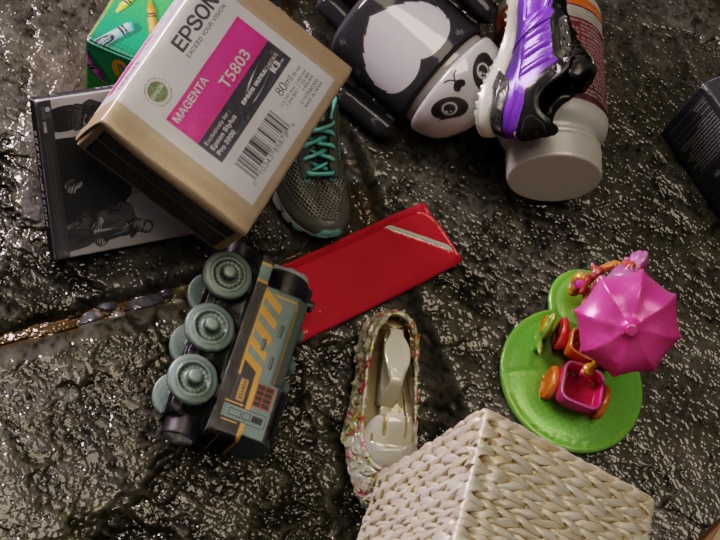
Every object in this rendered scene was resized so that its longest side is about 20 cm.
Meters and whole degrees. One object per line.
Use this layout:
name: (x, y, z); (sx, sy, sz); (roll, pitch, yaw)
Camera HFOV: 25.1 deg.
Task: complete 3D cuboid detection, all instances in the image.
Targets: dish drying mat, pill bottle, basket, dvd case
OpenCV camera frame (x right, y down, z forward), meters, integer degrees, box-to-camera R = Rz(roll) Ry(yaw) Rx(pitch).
dish drying mat: (0.000, 0.000, 1.558); (0.200, 0.018, 0.077); (-25, 75, -27)
pill bottle: (0.194, -0.180, 1.654); (0.114, 0.114, 0.201); (8, 62, -14)
basket: (0.111, 0.246, 1.356); (0.200, 0.198, 0.161); (27, 55, -18)
dvd case: (-0.196, -0.100, 1.489); (0.199, 0.025, 0.151); (-12, 109, -24)

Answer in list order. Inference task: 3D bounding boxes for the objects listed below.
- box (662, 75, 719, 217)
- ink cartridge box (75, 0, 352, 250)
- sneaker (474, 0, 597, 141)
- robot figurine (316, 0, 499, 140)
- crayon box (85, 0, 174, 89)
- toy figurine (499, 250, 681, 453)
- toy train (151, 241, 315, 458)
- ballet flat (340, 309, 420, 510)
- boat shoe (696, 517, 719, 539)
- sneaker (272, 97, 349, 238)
box: (0.461, -0.131, 1.721); (0.199, 0.104, 0.182); (-23, 73, -26)
ink cartridge box: (-0.127, -0.147, 1.438); (0.165, 0.075, 0.200); (37, 66, -16)
sneaker: (0.187, -0.214, 1.565); (0.099, 0.070, 0.201); (12, 80, 31)
robot figurine: (0.050, -0.223, 1.621); (0.200, 0.150, 0.125); (42, 47, 6)
crayon box: (-0.194, -0.245, 1.555); (0.058, 0.119, 0.200); (23, 59, 4)
toy figurine: (0.236, 0.048, 1.515); (0.150, 0.184, 0.201); (22, 59, -7)
toy train: (-0.111, 0.073, 1.450); (0.114, 0.085, 0.201); (23, 63, -12)
ballet flat: (0.023, 0.124, 1.478); (0.075, 0.064, 0.201); (6, 64, -15)
boat shoe: (0.309, 0.302, 1.481); (0.072, 0.072, 0.200); (46, 54, 9)
sneaker: (-0.052, -0.129, 1.562); (0.077, 0.091, 0.201); (-8, 68, -20)
